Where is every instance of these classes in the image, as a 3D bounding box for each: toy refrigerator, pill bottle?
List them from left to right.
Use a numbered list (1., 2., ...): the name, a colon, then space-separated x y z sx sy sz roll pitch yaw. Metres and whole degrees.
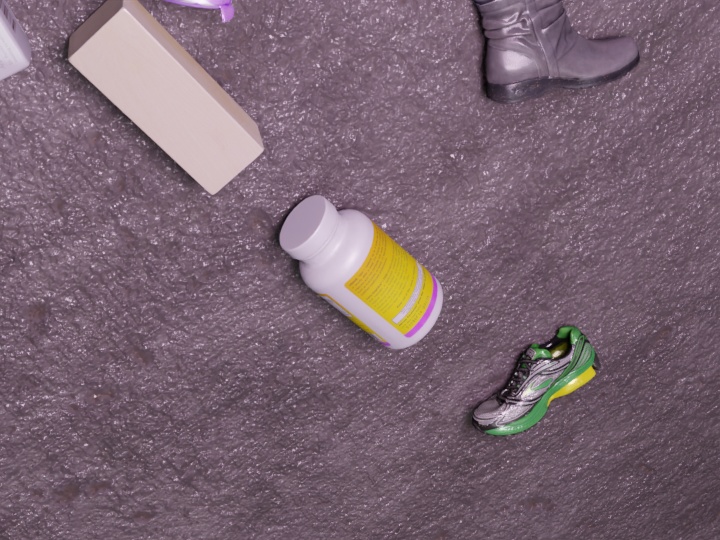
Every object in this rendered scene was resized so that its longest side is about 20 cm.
1. toy refrigerator: -0.191 -0.177 0.965 0.076 0.070 0.200 -38 124 12
2. pill bottle: 0.000 0.000 1.114 0.104 0.105 0.199 -45 124 8

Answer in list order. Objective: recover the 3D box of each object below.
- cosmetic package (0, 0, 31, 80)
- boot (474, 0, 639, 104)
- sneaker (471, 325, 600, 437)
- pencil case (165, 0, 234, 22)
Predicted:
1. cosmetic package: -0.409 -0.192 0.869 0.198 0.074 0.103 -27 124 -3
2. boot: 0.224 -0.271 1.074 0.197 0.070 0.134 -17 118 -16
3. sneaker: 0.228 0.147 1.312 0.199 0.078 0.086 -37 118 -9
4. pencil case: -0.141 -0.339 0.879 0.084 0.084 0.203 16 117 6
